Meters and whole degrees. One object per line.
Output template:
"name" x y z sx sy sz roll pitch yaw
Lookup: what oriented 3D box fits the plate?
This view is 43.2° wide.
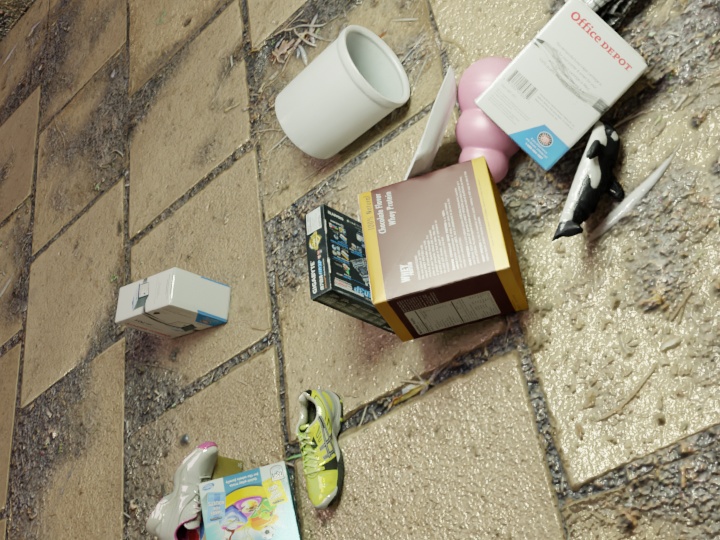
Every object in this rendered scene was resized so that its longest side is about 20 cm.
"plate" 0.103 -0.189 1.439 0.200 0.032 0.200 112 180 -58

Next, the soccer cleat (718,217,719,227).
"soccer cleat" 0.500 -0.025 1.044 0.200 0.067 0.081 18 97 49

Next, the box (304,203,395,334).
"box" 0.000 0.000 1.458 0.046 0.200 0.159 -29 53 34

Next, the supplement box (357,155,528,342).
"supplement box" 0.120 -0.030 1.344 0.200 0.133 0.197 -16 57 14

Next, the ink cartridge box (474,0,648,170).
"ink cartridge box" 0.285 -0.264 1.304 0.145 0.084 0.200 44 102 2

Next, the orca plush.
"orca plush" 0.332 -0.118 1.257 0.105 0.071 0.200 101 -166 -50

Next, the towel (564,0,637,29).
"towel" 0.377 -0.470 1.378 0.166 0.086 0.200 -40 45 24

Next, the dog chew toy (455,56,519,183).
"dog chew toy" 0.204 -0.226 1.420 0.125 0.125 0.200 7 85 48

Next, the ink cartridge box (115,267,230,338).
"ink cartridge box" -0.388 0.070 1.877 0.200 0.146 0.086 -19 60 41

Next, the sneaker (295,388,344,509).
"sneaker" -0.076 0.291 1.492 0.075 0.076 0.200 -25 55 35

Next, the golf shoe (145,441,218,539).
"golf shoe" -0.293 0.396 1.590 0.092 0.075 0.200 34 98 31

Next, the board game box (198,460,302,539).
"board game box" -0.175 0.428 1.491 0.151 0.047 0.200 -15 52 -3

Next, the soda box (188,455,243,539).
"soda box" -0.265 0.436 1.632 0.068 0.064 0.200 -17 60 42

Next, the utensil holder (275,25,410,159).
"utensil holder" -0.035 -0.324 1.684 0.200 0.170 0.170 -35 49 35
